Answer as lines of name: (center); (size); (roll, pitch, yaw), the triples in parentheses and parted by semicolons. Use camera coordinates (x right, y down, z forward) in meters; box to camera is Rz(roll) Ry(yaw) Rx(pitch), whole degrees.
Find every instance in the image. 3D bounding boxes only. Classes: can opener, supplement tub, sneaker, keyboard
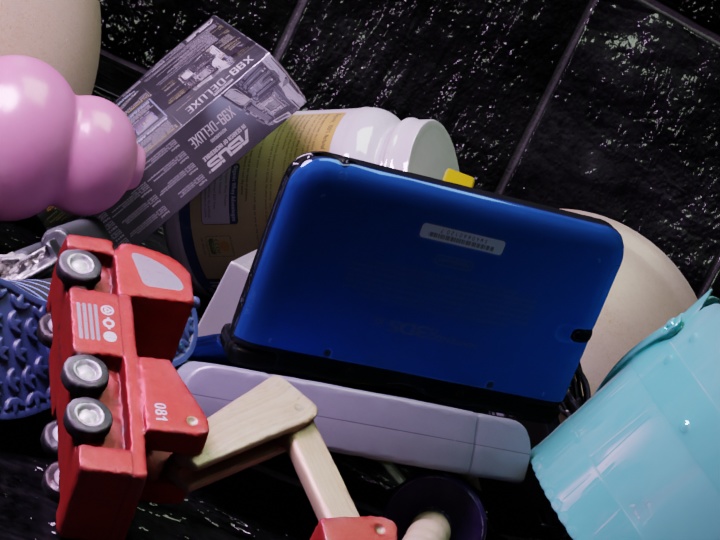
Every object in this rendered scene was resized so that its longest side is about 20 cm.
can opener: (-0.188, 0.006, 1.112); (0.067, 0.052, 0.200); (61, 5, -8)
supplement tub: (-0.035, -0.050, 1.370); (0.198, 0.146, 0.144); (0, -4, 23)
sneaker: (-0.170, 0.038, 0.872); (0.077, 0.071, 0.199); (-13, -6, 38)
keyboard: (0.101, 0.065, 1.082); (0.039, 0.202, 0.104); (-24, 17, -37)

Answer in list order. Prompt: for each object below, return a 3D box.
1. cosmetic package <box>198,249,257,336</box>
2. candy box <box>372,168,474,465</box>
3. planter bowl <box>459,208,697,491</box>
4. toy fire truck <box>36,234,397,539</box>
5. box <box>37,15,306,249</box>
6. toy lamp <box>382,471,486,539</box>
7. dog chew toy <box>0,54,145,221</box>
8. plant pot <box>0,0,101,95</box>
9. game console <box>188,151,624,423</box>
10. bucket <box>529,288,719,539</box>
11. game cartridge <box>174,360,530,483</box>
cosmetic package: (-0.043, 0.044, 1.180); (0.106, 0.091, 0.200); (28, 4, 4)
candy box: (0.040, 0.027, 1.195); (0.026, 0.103, 0.201); (19, 36, -1)
planter bowl: (0.126, 0.076, 1.232); (0.199, 0.202, 0.135); (28, 33, 15)
toy fire truck: (-0.066, 0.072, 0.788); (0.140, 0.049, 0.201); (9, 41, -20)
box: (-0.147, -0.092, 1.302); (0.050, 0.200, 0.158); (51, -5, -25)
toy lamp: (0.031, 0.138, 0.890); (0.058, 0.059, 0.200); (27, 9, 4)
dog chew toy: (-0.237, -0.087, 1.166); (0.198, 0.126, 0.125); (13, 11, -19)
plant pot: (-0.275, -0.134, 1.303); (0.199, 0.200, 0.135); (18, 46, -48)
game console: (0.015, 0.014, 0.991); (0.198, 0.172, 0.118); (12, 21, -24)
bucket: (0.194, 0.129, 0.968); (0.208, 0.134, 0.207); (53, 8, -11)
game cartridge: (-0.016, 0.079, 0.963); (0.198, 0.041, 0.133); (12, -2, -23)
